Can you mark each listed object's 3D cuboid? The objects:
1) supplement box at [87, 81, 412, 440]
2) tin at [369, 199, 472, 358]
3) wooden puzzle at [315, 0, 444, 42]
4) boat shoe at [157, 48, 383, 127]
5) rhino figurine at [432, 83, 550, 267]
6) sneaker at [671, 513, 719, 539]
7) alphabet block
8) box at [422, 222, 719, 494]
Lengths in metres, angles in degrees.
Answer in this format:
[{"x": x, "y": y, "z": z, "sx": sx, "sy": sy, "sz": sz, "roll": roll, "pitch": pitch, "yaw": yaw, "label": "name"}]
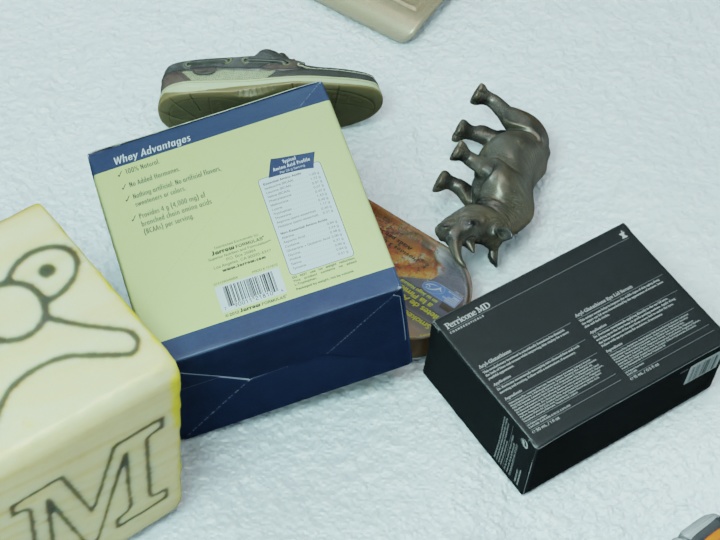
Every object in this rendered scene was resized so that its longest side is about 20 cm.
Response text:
[{"x": -0.086, "y": -0.008, "z": 1.453, "sx": 0.199, "sy": 0.134, "sz": 0.200, "roll": -18, "pitch": 61, "yaw": -5, "label": "supplement box"}, {"x": 0.000, "y": 0.000, "z": 1.552, "sx": 0.200, "sy": 0.042, "sz": 0.112, "roll": 33, "pitch": 52, "yaw": 19, "label": "tin"}, {"x": 0.021, "y": -0.321, "z": 1.813, "sx": 0.185, "sy": 0.037, "sz": 0.200, "roll": 29, "pitch": 59, "yaw": 16, "label": "wooden puzzle"}, {"x": -0.081, "y": -0.167, "z": 1.654, "sx": 0.200, "sy": 0.072, "sz": 0.066, "roll": -4, "pitch": 57, "yaw": -3, "label": "boat shoe"}, {"x": 0.112, "y": -0.073, "z": 1.596, "sx": 0.087, "sy": 0.060, "sz": 0.200, "roll": 26, "pitch": 46, "yaw": -5, "label": "rhino figurine"}, {"x": 0.234, "y": 0.277, "z": 1.343, "sx": 0.112, "sy": 0.078, "sz": 0.200, "roll": 36, "pitch": 68, "yaw": 16, "label": "sneaker"}, {"x": -0.262, "y": 0.108, "z": 1.340, "sx": 0.200, "sy": 0.197, "sz": 0.195, "roll": -29, "pitch": 61, "yaw": -25, "label": "alphabet block"}, {"x": 0.172, "y": 0.068, "z": 1.490, "sx": 0.200, "sy": 0.079, "sz": 0.141, "roll": -26, "pitch": 62, "yaw": -23, "label": "box"}]
